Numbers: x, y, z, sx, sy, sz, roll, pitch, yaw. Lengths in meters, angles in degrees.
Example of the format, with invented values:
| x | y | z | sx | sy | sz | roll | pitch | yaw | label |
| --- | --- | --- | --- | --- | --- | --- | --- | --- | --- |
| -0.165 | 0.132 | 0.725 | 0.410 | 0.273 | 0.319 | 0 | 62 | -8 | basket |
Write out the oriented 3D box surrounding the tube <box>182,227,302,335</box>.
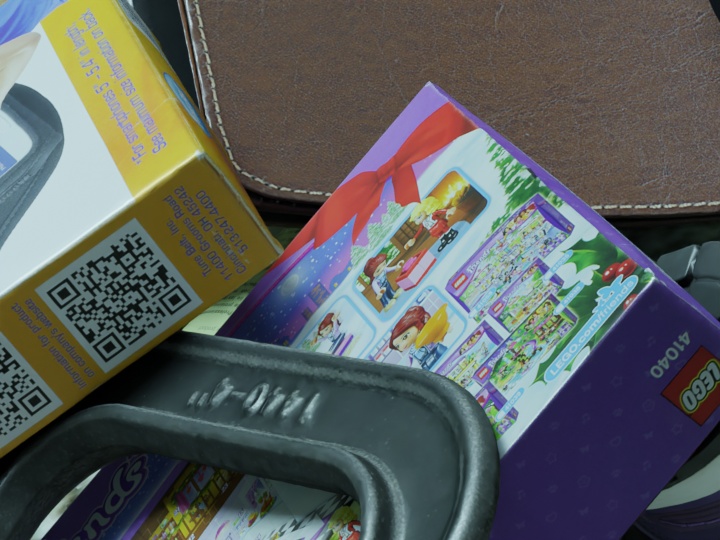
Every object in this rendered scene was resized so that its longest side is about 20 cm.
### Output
| x | y | z | sx | sy | sz | roll | pitch | yaw | label |
| --- | --- | --- | --- | --- | --- | --- | --- | --- | --- |
| 0.000 | 0.000 | 0.877 | 0.200 | 0.052 | 0.058 | -47 | 0 | -38 | tube |

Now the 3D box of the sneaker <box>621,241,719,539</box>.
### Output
| x | y | z | sx | sy | sz | roll | pitch | yaw | label |
| --- | --- | --- | --- | --- | --- | --- | --- | --- | --- |
| 0.060 | 0.052 | 0.723 | 0.200 | 0.088 | 0.076 | -10 | 58 | 56 | sneaker |

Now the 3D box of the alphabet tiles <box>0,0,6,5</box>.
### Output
| x | y | z | sx | sy | sz | roll | pitch | yaw | label |
| --- | --- | --- | --- | --- | --- | --- | --- | --- | --- |
| -0.122 | -0.104 | 1.091 | 0.200 | 0.015 | 0.196 | -30 | 14 | 43 | alphabet tiles |

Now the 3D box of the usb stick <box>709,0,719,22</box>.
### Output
| x | y | z | sx | sy | sz | roll | pitch | yaw | label |
| --- | --- | --- | --- | --- | --- | --- | --- | --- | --- |
| 0.129 | -0.024 | 0.736 | 0.033 | 0.055 | 0.200 | -16 | 54 | -7 | usb stick |

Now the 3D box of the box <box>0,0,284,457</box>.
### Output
| x | y | z | sx | sy | sz | roll | pitch | yaw | label |
| --- | --- | --- | --- | --- | --- | --- | --- | --- | --- |
| -0.123 | 0.015 | 0.715 | 0.200 | 0.041 | 0.119 | -34 | 34 | 1 | box |

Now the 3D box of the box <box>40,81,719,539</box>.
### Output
| x | y | z | sx | sy | sz | roll | pitch | yaw | label |
| --- | --- | --- | --- | --- | --- | --- | --- | --- | --- |
| -0.013 | 0.062 | 0.668 | 0.200 | 0.039 | 0.137 | -50 | 28 | 4 | box |

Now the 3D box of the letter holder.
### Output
| x | y | z | sx | sy | sz | roll | pitch | yaw | label |
| --- | --- | --- | --- | --- | --- | --- | --- | --- | --- |
| 0.033 | -0.050 | 0.828 | 0.200 | 0.101 | 0.142 | -2 | 59 | -21 | letter holder |

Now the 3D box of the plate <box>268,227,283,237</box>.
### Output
| x | y | z | sx | sy | sz | roll | pitch | yaw | label |
| --- | --- | --- | --- | --- | --- | --- | --- | --- | --- |
| -0.107 | -0.010 | 0.976 | 0.200 | 0.032 | 0.200 | -33 | 30 | -27 | plate |

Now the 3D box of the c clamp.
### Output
| x | y | z | sx | sy | sz | roll | pitch | yaw | label |
| --- | --- | --- | --- | --- | --- | --- | --- | --- | --- |
| -0.061 | 0.083 | 0.634 | 0.200 | 0.027 | 0.171 | -1 | 50 | 47 | c clamp |
